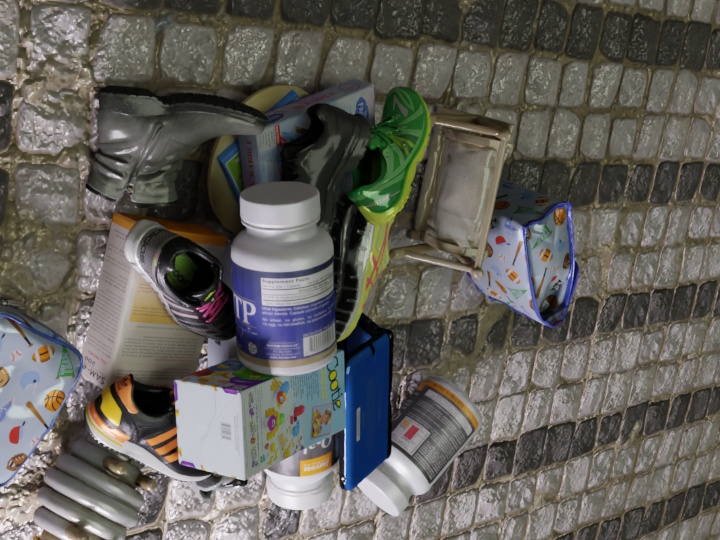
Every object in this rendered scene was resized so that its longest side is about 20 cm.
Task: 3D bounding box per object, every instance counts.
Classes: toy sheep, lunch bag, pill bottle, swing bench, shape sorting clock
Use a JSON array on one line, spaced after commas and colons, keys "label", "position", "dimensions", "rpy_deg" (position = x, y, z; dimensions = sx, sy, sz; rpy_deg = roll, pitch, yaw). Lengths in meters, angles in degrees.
[{"label": "toy sheep", "position": [-0.316, 0.266, 1.317], "dimensions": [0.138, 0.137, 0.201], "rpy_deg": [49, 64, -43]}, {"label": "lunch bag", "position": [-0.410, 0.131, 1.213], "dimensions": [0.160, 0.075, 0.201], "rpy_deg": [35, 83, -43]}, {"label": "pill bottle", "position": [-0.085, 0.220, 1.525], "dimensions": [0.116, 0.116, 0.202], "rpy_deg": [-18, 118, -37]}, {"label": "swing bench", "position": [0.135, -0.113, 1.529], "dimensions": [0.200, 0.129, 0.200], "rpy_deg": [-44, 147, -75]}, {"label": "shape sorting clock", "position": [-0.116, -0.138, 1.402], "dimensions": [0.199, 0.039, 0.201], "rpy_deg": [-23, 124, -39]}, {"label": "pill bottle", "position": [-0.088, 0.007, 1.264], "dimensions": [0.119, 0.119, 0.202], "rpy_deg": [-18, 116, -37]}, {"label": "pill bottle", "position": [0.086, 0.269, 1.694], "dimensions": [0.200, 0.116, 0.117], "rpy_deg": [-46, 132, -20]}, {"label": "lunch bag", "position": [0.241, -0.025, 1.695], "dimensions": [0.123, 0.170, 0.201], "rpy_deg": [-27, 123, -27]}]

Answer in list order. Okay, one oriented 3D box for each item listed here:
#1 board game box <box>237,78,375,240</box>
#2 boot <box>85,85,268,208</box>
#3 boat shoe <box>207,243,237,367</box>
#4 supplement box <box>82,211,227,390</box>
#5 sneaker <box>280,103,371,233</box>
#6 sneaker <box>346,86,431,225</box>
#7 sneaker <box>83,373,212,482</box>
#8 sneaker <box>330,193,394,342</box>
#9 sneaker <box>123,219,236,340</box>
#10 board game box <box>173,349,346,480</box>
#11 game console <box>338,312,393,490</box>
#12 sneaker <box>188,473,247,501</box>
[{"label": "board game box", "position": [-0.061, -0.120, 1.408], "dimensions": [0.199, 0.041, 0.201], "rpy_deg": [-27, 127, -37]}, {"label": "boot", "position": [-0.212, -0.137, 1.271], "dimensions": [0.198, 0.068, 0.132], "rpy_deg": [4, 108, -15]}, {"label": "boat shoe", "position": [-0.159, 0.055, 1.426], "dimensions": [0.056, 0.069, 0.201], "rpy_deg": [-13, 122, -38]}, {"label": "supplement box", "position": [-0.249, 0.041, 1.326], "dimensions": [0.125, 0.073, 0.202], "rpy_deg": [8, 100, -44]}, {"label": "sneaker", "position": [-0.066, -0.109, 1.332], "dimensions": [0.090, 0.076, 0.201], "rpy_deg": [23, 89, -37]}, {"label": "sneaker", "position": [0.033, -0.156, 1.383], "dimensions": [0.083, 0.074, 0.201], "rpy_deg": [35, 55, -35]}, {"label": "sneaker", "position": [-0.223, 0.184, 1.301], "dimensions": [0.090, 0.070, 0.200], "rpy_deg": [-43, 131, 19]}, {"label": "sneaker", "position": [0.000, 0.000, 1.445], "dimensions": [0.090, 0.078, 0.201], "rpy_deg": [5, 106, -51]}, {"label": "sneaker", "position": [-0.186, 0.023, 1.263], "dimensions": [0.074, 0.087, 0.200], "rpy_deg": [-51, 133, -16]}, {"label": "board game box", "position": [-0.115, 0.160, 1.318], "dimensions": [0.199, 0.102, 0.106], "rpy_deg": [-16, 108, -54]}, {"label": "game console", "position": [-0.019, 0.172, 1.535], "dimensions": [0.170, 0.118, 0.202], "rpy_deg": [-31, 127, -52]}, {"label": "sneaker", "position": [-0.160, 0.215, 1.412], "dimensions": [0.075, 0.116, 0.201], "rpy_deg": [11, 121, -43]}]
